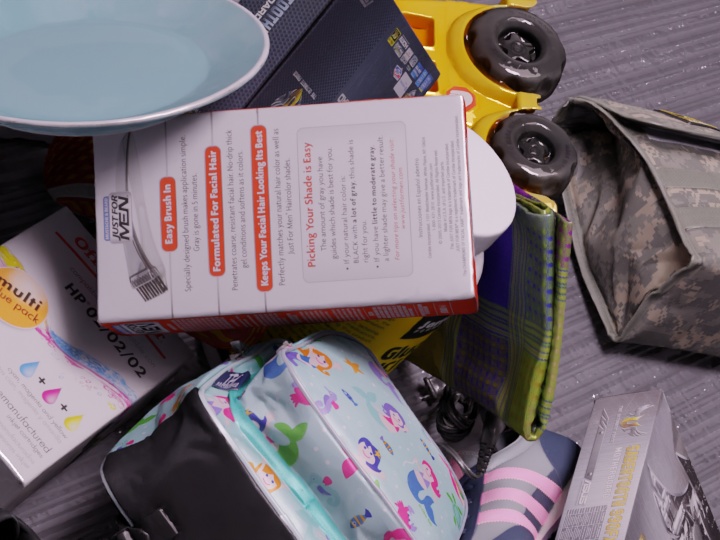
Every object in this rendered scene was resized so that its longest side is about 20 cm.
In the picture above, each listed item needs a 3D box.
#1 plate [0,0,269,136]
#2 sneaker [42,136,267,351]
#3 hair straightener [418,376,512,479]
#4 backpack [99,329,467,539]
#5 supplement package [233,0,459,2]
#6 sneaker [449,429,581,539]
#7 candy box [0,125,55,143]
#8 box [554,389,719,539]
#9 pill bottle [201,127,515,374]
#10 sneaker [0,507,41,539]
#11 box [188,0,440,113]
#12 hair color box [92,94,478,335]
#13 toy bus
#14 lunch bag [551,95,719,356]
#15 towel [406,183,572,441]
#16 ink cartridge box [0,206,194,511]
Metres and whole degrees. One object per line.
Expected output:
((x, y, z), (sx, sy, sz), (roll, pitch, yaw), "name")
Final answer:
((-0.148, -0.111, 1.209), (0.199, 0.026, 0.200), (0, 28, 0), "plate")
((-0.106, -0.025, 1.313), (0.077, 0.073, 0.200), (11, 29, -49), "sneaker")
((0.076, 0.081, 1.429), (0.041, 0.077, 0.200), (66, 22, -19), "hair straightener")
((-0.034, 0.123, 1.213), (0.178, 0.150, 0.200), (54, 9, 1), "backpack")
((-0.021, -0.256, 1.561), (0.199, 0.152, 0.151), (-6, 60, -43), "supplement package")
((0.075, 0.155, 1.371), (0.082, 0.070, 0.200), (34, 33, 11), "sneaker")
((-0.179, -0.162, 1.407), (0.199, 0.072, 0.168), (4, 54, -38), "candy box")
((0.170, 0.196, 1.364), (0.159, 0.048, 0.200), (65, 29, -29), "box")
((0.000, 0.000, 1.322), (0.112, 0.200, 0.113), (23, 45, -24), "pill bottle")
((-0.202, 0.134, 1.095), (0.199, 0.088, 0.076), (29, 39, 6), "sneaker")
((-0.037, -0.101, 1.343), (0.051, 0.158, 0.200), (39, -3, 21), "box")
((-0.040, -0.028, 1.201), (0.199, 0.064, 0.112), (-3, 81, 3), "hair color box")
((0.033, -0.091, 1.498), (0.191, 0.136, 0.201), (10, 52, -18), "toy bus")
((0.238, -0.045, 1.638), (0.163, 0.118, 0.201), (10, 45, -35), "lunch bag")
((0.066, 0.009, 1.361), (0.023, 0.144, 0.200), (-2, 17, -25), "towel")
((-0.175, 0.044, 1.236), (0.115, 0.068, 0.200), (49, 39, 2), "ink cartridge box")
